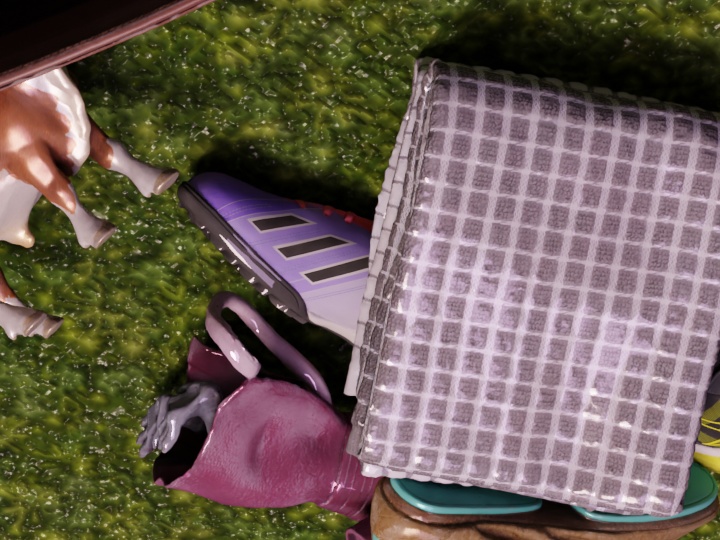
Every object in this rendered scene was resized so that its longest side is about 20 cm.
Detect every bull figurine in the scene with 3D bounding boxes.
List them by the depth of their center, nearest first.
[{"bbox_3d":[-0.161,-0.049,1.070,0.121,0.065,0.200,45,132,4],"label":"bull figurine"}]

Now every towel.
[{"bbox_3d":[0.087,0.012,1.078,0.165,0.086,0.200,9,97,-12],"label":"towel"}]

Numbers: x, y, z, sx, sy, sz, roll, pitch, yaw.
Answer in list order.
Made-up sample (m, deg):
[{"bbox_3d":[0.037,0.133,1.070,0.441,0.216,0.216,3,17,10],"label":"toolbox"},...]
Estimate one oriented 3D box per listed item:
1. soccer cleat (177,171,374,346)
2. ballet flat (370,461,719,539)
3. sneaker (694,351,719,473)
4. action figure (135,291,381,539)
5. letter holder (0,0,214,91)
[{"bbox_3d":[0.000,0.000,1.141,0.200,0.068,0.073,36,95,-21],"label":"soccer cleat"},{"bbox_3d":[0.088,0.132,1.165,0.200,0.068,0.072,-2,122,-33],"label":"ballet flat"},{"bbox_3d":[0.213,0.061,1.138,0.085,0.075,0.200,40,151,-30],"label":"sneaker"},{"bbox_3d":[-0.008,0.092,1.193,0.200,0.134,0.149,17,114,-11],"label":"action figure"},{"bbox_3d":[-0.150,-0.151,0.937,0.200,0.142,0.101,-19,130,15],"label":"letter holder"}]
